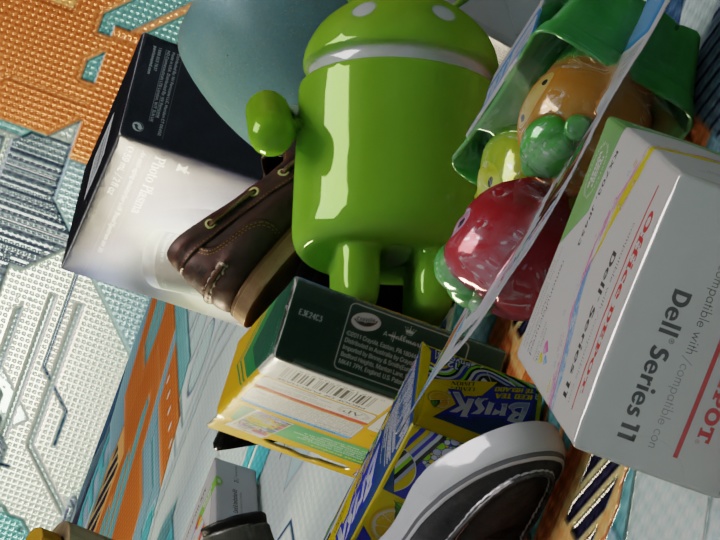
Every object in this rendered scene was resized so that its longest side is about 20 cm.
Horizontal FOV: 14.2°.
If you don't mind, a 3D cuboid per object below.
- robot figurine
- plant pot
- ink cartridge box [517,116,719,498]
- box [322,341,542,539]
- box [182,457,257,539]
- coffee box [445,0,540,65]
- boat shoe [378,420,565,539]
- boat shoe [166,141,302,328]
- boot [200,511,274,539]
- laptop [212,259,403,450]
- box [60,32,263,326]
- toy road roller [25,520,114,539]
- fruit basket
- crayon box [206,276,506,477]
[{"bbox_3d":[0.020,-0.068,1.635,0.116,0.174,0.201,106,168,-73],"label":"robot figurine"},{"bbox_3d":[-0.011,-0.136,1.998,0.135,0.199,0.200,65,150,24],"label":"plant pot"},{"bbox_3d":[0.124,0.014,1.144,0.200,0.067,0.118,-118,47,-78],"label":"ink cartridge box"},{"bbox_3d":[0.025,0.135,1.487,0.064,0.070,0.201,-78,11,-49],"label":"box"},{"bbox_3d":[-0.122,0.253,2.244,0.200,0.041,0.157,-97,27,-73],"label":"box"},{"bbox_3d":[0.062,-0.166,1.810,0.113,0.080,0.200,-63,6,-21],"label":"coffee box"},{"bbox_3d":[0.042,0.148,1.391,0.200,0.070,0.067,-47,53,39],"label":"boat shoe"},{"bbox_3d":[-0.033,-0.051,1.719,0.200,0.070,0.071,-43,-19,-35],"label":"boat shoe"},{"bbox_3d":[-0.046,0.211,1.484,0.200,0.067,0.131,100,152,-57],"label":"boot"},{"bbox_3d":[0.000,0.000,1.805,0.116,0.199,0.188,60,141,32],"label":"laptop"},{"bbox_3d":[-0.127,-0.069,2.432,0.200,0.197,0.124,119,164,-50],"label":"box"},{"bbox_3d":[-0.257,0.335,2.670,0.146,0.122,0.201,-20,50,60],"label":"toy road roller"},{"bbox_3d":[0.079,-0.039,1.365,0.200,0.094,0.185,-54,-2,-33],"label":"fruit basket"},{"bbox_3d":[-0.007,0.068,1.643,0.200,0.125,0.052,135,154,-70],"label":"crayon box"}]
